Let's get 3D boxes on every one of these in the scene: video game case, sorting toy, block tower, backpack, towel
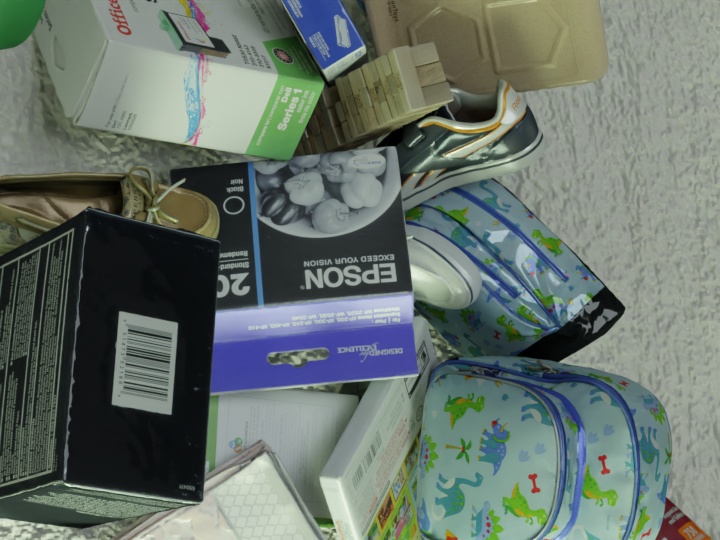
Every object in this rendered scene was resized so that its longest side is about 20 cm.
[{"bbox_3d":[0.031,0.172,1.572,0.201,0.023,0.183,-60,143,-45],"label":"video game case"},{"bbox_3d":[0.103,-0.241,1.610,0.037,0.198,0.187,-70,149,-64],"label":"sorting toy"},{"bbox_3d":[0.000,-0.139,1.597,0.057,0.199,0.055,-18,89,-35],"label":"block tower"},{"bbox_3d":[0.147,0.166,1.557,0.147,0.198,0.185,9,86,-61],"label":"backpack"},{"bbox_3d":[0.114,0.001,1.671,0.153,0.163,0.201,-30,87,-22],"label":"backpack"},{"bbox_3d":[-0.103,0.267,1.486,0.190,0.032,0.201,-33,103,-10],"label":"towel"}]

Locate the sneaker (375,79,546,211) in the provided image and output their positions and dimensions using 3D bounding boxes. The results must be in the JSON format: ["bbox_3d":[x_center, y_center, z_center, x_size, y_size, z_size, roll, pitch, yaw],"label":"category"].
[{"bbox_3d":[0.056,-0.108,1.624,0.079,0.198,0.080,-84,151,-57],"label":"sneaker"}]

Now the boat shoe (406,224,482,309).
[{"bbox_3d":[0.000,-0.004,1.590,0.200,0.075,0.086,26,49,13],"label":"boat shoe"}]

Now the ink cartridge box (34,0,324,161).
[{"bbox_3d":[-0.150,-0.176,1.538,0.198,0.084,0.145,8,35,-32],"label":"ink cartridge box"}]

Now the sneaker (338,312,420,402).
[{"bbox_3d":[0.021,0.113,1.631,0.087,0.074,0.202,22,68,-33],"label":"sneaker"}]

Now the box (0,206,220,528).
[{"bbox_3d":[-0.205,0.080,1.410,0.122,0.198,0.202,13,72,-32],"label":"box"}]

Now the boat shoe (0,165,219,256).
[{"bbox_3d":[-0.206,-0.043,1.486,0.198,0.063,0.074,-3,60,-16],"label":"boat shoe"}]

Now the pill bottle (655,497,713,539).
[{"bbox_3d":[0.213,0.222,1.667,0.200,0.113,0.113,43,54,18],"label":"pill bottle"}]

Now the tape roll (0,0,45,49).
[{"bbox_3d":[-0.301,-0.267,1.429,0.048,0.200,0.203,-12,85,-34],"label":"tape roll"}]

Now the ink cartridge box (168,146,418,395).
[{"bbox_3d":[-0.057,-0.001,1.532,0.196,0.044,0.202,-6,61,-2],"label":"ink cartridge box"}]

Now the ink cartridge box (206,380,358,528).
[{"bbox_3d":[-0.103,0.148,1.535,0.198,0.059,0.105,7,74,-17],"label":"ink cartridge box"}]

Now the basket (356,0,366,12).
[{"bbox_3d":[0.103,-0.248,1.689,0.177,0.199,0.139,51,54,-9],"label":"basket"}]

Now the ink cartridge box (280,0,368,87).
[{"bbox_3d":[-0.033,-0.209,1.596,0.044,0.200,0.095,-30,90,2],"label":"ink cartridge box"}]
